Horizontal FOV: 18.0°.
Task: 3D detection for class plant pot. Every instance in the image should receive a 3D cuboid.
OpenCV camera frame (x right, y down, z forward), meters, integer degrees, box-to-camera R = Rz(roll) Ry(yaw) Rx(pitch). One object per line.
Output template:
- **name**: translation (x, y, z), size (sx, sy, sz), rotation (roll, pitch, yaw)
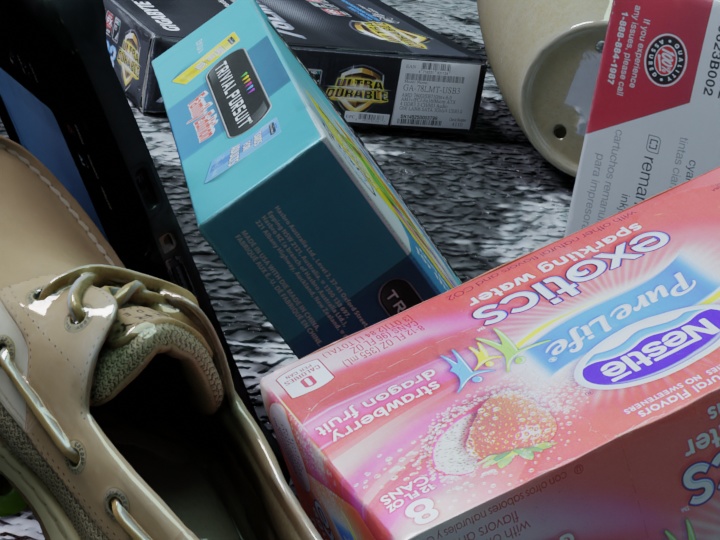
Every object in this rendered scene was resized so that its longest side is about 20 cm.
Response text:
- **plant pot**: translation (0.144, -0.135, 1.250), size (0.187, 0.188, 0.200), rotation (12, 30, 4)

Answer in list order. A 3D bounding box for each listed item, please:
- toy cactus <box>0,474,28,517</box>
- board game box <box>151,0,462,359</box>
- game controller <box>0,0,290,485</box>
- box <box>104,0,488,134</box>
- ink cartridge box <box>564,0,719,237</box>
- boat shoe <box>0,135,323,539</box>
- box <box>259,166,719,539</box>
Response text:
- **toy cactus**: translation (-0.162, 0.024, 0.669), size (0.165, 0.103, 0.200), rotation (-11, 36, -28)
- **board game box**: translation (0.000, 0.000, 0.741), size (0.151, 0.047, 0.200), rotation (53, 4, -20)
- **game controller**: translation (-0.074, -0.014, 0.671), size (0.042, 0.200, 0.104), rotation (-25, 30, -8)
- **box**: translation (-0.057, -0.130, 1.297), size (0.198, 0.050, 0.200), rotation (5, 17, -24)
- **ink cartridge box**: translation (0.214, -0.051, 1.028), size (0.199, 0.146, 0.145), rotation (16, 17, 18)
- **boat shoe**: translation (-0.061, 0.030, 0.587), size (0.071, 0.065, 0.200), rotation (-7, 53, -44)
- **box**: translation (0.090, 0.045, 0.591), size (0.200, 0.095, 0.103), rotation (-25, 27, -13)
